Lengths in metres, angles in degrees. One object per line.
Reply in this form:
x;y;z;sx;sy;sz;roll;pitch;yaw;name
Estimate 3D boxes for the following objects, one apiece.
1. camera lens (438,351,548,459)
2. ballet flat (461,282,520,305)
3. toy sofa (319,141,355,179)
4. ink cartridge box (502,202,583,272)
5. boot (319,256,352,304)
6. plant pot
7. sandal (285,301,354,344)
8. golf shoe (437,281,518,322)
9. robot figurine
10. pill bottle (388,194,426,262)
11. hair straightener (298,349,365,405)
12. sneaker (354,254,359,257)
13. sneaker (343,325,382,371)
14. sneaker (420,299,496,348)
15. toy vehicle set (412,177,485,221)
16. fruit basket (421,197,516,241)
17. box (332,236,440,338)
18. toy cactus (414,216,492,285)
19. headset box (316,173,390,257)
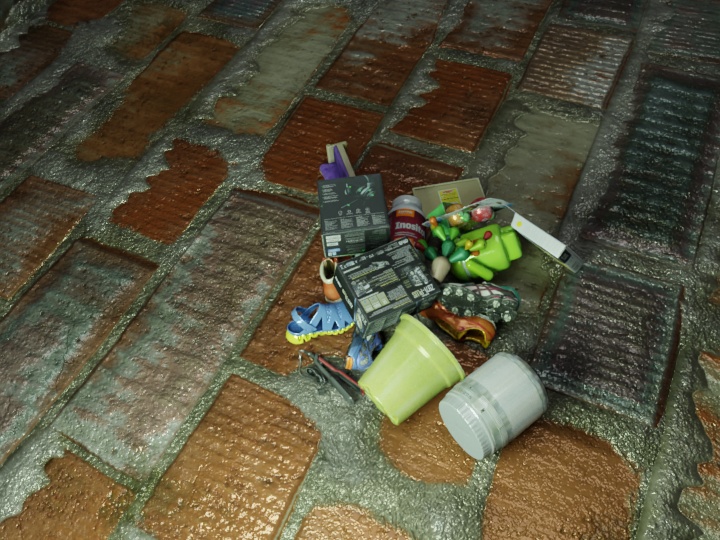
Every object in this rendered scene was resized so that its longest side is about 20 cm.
0.288;0.285;1.388;0.199;0.161;0.160;-33;56;-18;camera lens
0.301;0.063;1.625;0.197;0.068;0.071;7;29;11;ballet flat
-0.058;-0.279;1.901;0.096;0.083;0.202;-15;53;-7;toy sofa
0.453;-0.081;1.636;0.199;0.197;0.047;39;102;31;ink cartridge box
-0.065;-0.017;1.688;0.074;0.108;0.202;-8;48;11;boot
0.101;0.233;1.444;0.184;0.201;0.200;-43;59;-12;plant pot
-0.093;0.115;1.601;0.197;0.088;0.080;-19;42;-11;sandal
0.277;0.066;1.547;0.197;0.078;0.088;14;32;6;golf shoe
0.306;-0.045;1.645;0.198;0.117;0.176;-19;22;19;robot figurine
0.119;-0.099;1.726;0.111;0.114;0.202;1;53;7;pill bottle
-0.084;0.253;1.526;0.199;0.041;0.077;35;63;28;hair straightener
0.000;0.000;1.647;0.114;0.076;0.201;11;31;-30;sneaker
0.019;0.163;1.575;0.077;0.076;0.202;22;55;-3;sneaker
0.229;0.124;1.570;0.197;0.074;0.078;18;53;19;sneaker
0.254;-0.196;1.840;0.197;0.027;0.126;-9;52;-1;toy vehicle set
0.282;-0.138;1.667;0.198;0.184;0.095;-14;83;32;fruit basket
0.058;0.037;1.518;0.198;0.086;0.165;-23;68;-22;box
0.207;-0.046;1.556;0.198;0.103;0.166;8;57;31;toy cactus
-0.020;-0.148;1.659;0.171;0.093;0.202;-7;54;-2;headset box
